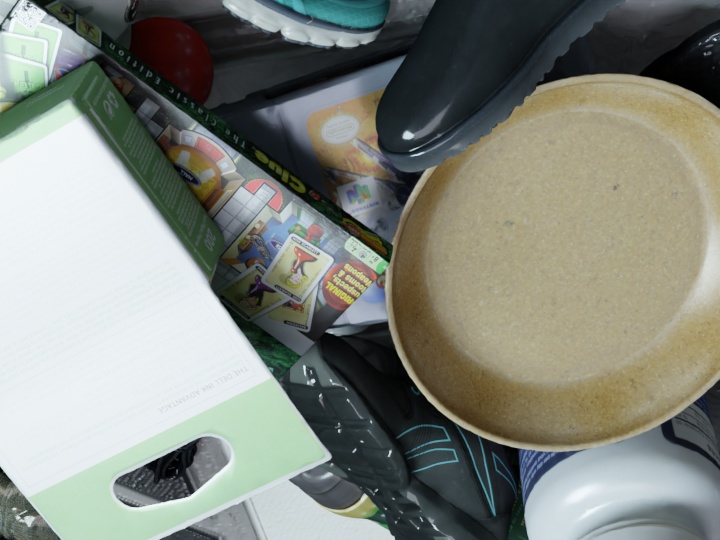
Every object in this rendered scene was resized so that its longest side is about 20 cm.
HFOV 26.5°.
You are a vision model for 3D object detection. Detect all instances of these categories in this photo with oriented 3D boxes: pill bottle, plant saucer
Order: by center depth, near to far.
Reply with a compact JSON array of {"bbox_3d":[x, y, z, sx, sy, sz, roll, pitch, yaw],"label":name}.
[{"bbox_3d":[0.107,-0.006,0.756,0.200,0.035,0.201,-5,115,-10],"label":"plant saucer"},{"bbox_3d":[0.144,0.107,0.853,0.111,0.200,0.111,0,132,0],"label":"pill bottle"}]

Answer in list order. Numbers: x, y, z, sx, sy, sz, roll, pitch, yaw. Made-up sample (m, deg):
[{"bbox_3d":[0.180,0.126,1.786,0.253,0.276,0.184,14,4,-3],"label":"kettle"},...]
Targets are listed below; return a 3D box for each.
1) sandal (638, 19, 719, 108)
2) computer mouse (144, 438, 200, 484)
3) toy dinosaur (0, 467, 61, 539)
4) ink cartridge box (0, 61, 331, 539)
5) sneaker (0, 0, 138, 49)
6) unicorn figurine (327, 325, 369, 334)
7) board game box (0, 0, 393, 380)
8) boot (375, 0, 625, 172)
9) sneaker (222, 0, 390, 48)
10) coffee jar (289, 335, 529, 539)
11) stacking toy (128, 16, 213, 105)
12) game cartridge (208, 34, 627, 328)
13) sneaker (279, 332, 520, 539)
[{"bbox_3d":[0.167,-0.083,0.794,0.075,0.045,0.200,28,141,-17],"label":"sandal"},{"bbox_3d":[-0.183,0.104,0.905,0.200,0.046,0.140,5,151,-20],"label":"computer mouse"},{"bbox_3d":[-0.186,0.128,0.866,0.102,0.077,0.200,-13,115,-17],"label":"toy dinosaur"},{"bbox_3d":[-0.122,0.027,0.684,0.145,0.048,0.200,-27,114,19],"label":"ink cartridge box"},{"bbox_3d":[-0.194,-0.150,0.672,0.200,0.074,0.089,10,154,-12],"label":"sneaker"},{"bbox_3d":[0.000,0.000,0.839,0.137,0.074,0.200,-4,107,-2],"label":"unicorn figurine"},{"bbox_3d":[-0.094,-0.030,0.690,0.200,0.023,0.105,36,118,-15],"label":"board game box"},{"bbox_3d":[0.021,-0.164,0.658,0.165,0.066,0.200,-45,123,-5],"label":"boot"},{"bbox_3d":[-0.058,-0.170,0.686,0.200,0.078,0.080,33,112,-29],"label":"sneaker"},{"bbox_3d":[0.047,0.123,0.930,0.200,0.104,0.085,34,168,-28],"label":"coffee jar"},{"bbox_3d":[-0.171,-0.103,0.742,0.200,0.085,0.085,2,133,-9],"label":"stacking toy"},{"bbox_3d":[0.030,-0.047,0.770,0.200,0.042,0.133,-19,106,-1],"label":"game cartridge"},{"bbox_3d":[0.024,0.090,0.830,0.075,0.079,0.200,5,143,43],"label":"sneaker"}]
